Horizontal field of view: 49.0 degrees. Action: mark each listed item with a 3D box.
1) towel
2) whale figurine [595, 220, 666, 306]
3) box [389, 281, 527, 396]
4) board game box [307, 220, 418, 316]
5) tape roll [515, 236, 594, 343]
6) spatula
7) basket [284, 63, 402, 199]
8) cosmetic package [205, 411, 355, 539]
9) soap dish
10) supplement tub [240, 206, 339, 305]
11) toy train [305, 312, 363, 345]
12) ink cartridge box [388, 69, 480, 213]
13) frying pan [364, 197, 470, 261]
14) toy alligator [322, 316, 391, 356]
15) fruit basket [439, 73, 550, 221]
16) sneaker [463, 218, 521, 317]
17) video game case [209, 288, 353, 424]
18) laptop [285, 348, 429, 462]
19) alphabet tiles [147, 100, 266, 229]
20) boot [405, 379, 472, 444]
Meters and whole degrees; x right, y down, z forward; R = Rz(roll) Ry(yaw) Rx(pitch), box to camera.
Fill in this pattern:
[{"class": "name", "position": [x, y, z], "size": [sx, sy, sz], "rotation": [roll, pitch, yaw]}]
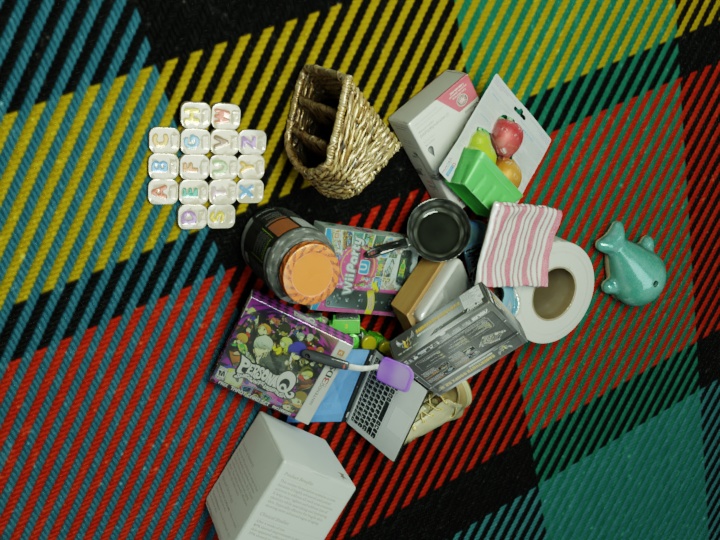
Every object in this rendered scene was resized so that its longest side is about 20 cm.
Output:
[{"class": "towel", "position": [0.279, -0.042, 1.378], "size": [0.197, 0.030, 0.150], "rotation": [0, 104, -44]}, {"class": "whale figurine", "position": [0.578, -0.010, 1.679], "size": [0.159, 0.104, 0.201], "rotation": [-44, 120, -6]}, {"class": "box", "position": [0.172, 0.124, 1.375], "size": [0.198, 0.049, 0.158], "rotation": [-35, 136, 17]}, {"class": "board game box", "position": [0.000, 0.000, 1.421], "size": [0.196, 0.064, 0.151], "rotation": [6, 103, -27]}, {"class": "tape roll", "position": [0.339, 0.024, 1.553], "size": [0.198, 0.139, 0.208], "rotation": [-9, 111, -23]}, {"class": "spatula", "position": [-0.005, 0.161, 1.336], "size": [0.195, 0.021, 0.057], "rotation": [13, 123, -7]}, {"class": "basket", "position": [-0.058, -0.216, 1.242], "size": [0.143, 0.200, 0.149], "rotation": [-46, 122, -3]}, {"class": "cosmetic package", "position": [-0.146, 0.402, 1.416], "size": [0.166, 0.166, 0.202], "rotation": [30, 96, -31]}, {"class": "soap dish", "position": [0.140, 0.071, 1.457], "size": [0.159, 0.080, 0.201], "rotation": [-54, 142, -21]}, {"class": "supplement tub", "position": [-0.113, -0.023, 1.277], "size": [0.120, 0.200, 0.126], "rotation": [-8, 111, -22]}, {"class": "toy train", "position": [-0.092, 0.103, 1.388], "size": [0.195, 0.042, 0.058], "rotation": [0, 107, -3]}, {"class": "ink cartridge box", "position": [0.163, -0.229, 1.414], "size": [0.146, 0.083, 0.202], "rotation": [-40, 120, -10]}, {"class": "frying pan", "position": [0.111, -0.045, 1.385], "size": [0.189, 0.031, 0.115], "rotation": [-42, 77, -8]}, {"class": "toy alligator", "position": [-0.006, 0.135, 1.464], "size": [0.197, 0.059, 0.055], "rotation": [20, 98, -30]}, {"class": "fruit basket", "position": [0.235, -0.202, 1.374], "size": [0.184, 0.093, 0.203], "rotation": [37, 73, -33]}, {"class": "sneaker", "position": [0.229, -0.006, 1.430], "size": [0.078, 0.204, 0.089], "rotation": [-30, 161, 23]}, {"class": "video game case", "position": [-0.136, 0.152, 1.361], "size": [0.197, 0.036, 0.183], "rotation": [26, 111, -12]}, {"class": "laptop", "position": [-0.009, 0.248, 1.438], "size": [0.115, 0.199, 0.190], "rotation": [-27, 146, -50]}, {"class": "alphabet tiles", "position": [-0.245, -0.167, 1.273], "size": [0.191, 0.015, 0.205], "rotation": [-2, 108, -25]}, {"class": "boot", "position": [0.131, 0.264, 1.529], "size": [0.153, 0.074, 0.201], "rotation": [-23, 154, -15]}]
